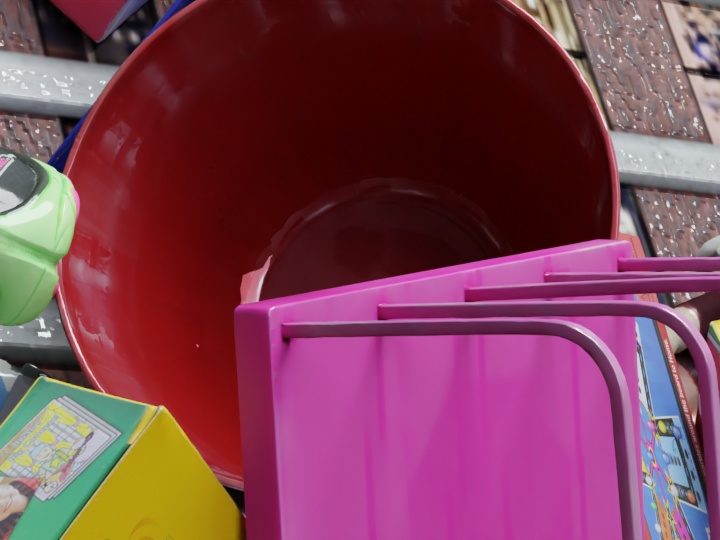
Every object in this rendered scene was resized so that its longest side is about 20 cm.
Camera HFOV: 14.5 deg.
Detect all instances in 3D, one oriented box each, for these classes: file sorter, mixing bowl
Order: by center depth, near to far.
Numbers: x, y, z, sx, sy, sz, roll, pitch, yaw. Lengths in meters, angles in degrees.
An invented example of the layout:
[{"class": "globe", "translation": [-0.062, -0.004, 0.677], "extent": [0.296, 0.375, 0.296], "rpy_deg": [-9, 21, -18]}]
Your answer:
[{"class": "file sorter", "translation": [0.075, 0.069, 0.827], "extent": [0.200, 0.125, 0.139], "rpy_deg": [-10, 98, -54]}, {"class": "mixing bowl", "translation": [0.000, 0.000, 1.016], "extent": [0.200, 0.108, 0.200], "rpy_deg": [-4, 69, 11]}]

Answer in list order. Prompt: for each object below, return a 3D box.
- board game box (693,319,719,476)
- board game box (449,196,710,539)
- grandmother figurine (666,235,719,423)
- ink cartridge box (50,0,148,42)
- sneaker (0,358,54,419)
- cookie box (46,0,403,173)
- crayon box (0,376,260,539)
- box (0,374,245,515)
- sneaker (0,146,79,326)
[{"class": "board game box", "translation": [0.154, 0.121, 1.127], "extent": [0.030, 0.200, 0.096], "rpy_deg": [-11, 45, -9]}, {"class": "board game box", "translation": [0.096, 0.071, 1.079], "extent": [0.103, 0.019, 0.200], "rpy_deg": [11, 56, -46]}, {"class": "grandmother figurine", "translation": [0.133, 0.055, 1.213], "extent": [0.061, 0.121, 0.200], "rpy_deg": [36, 63, 9]}, {"class": "ink cartridge box", "translation": [-0.136, -0.221, 1.257], "extent": [0.200, 0.084, 0.145], "rpy_deg": [43, 43, 0]}, {"class": "sneaker", "translation": [-0.173, 0.053, 1.040], "extent": [0.200, 0.072, 0.073], "rpy_deg": [24, 77, -26]}, {"class": "cookie box", "translation": [-0.031, -0.106, 1.159], "extent": [0.075, 0.200, 0.171], "rpy_deg": [40, 44, -6]}, {"class": "crayon box", "translation": [-0.089, 0.160, 0.784], "extent": [0.200, 0.058, 0.173], "rpy_deg": [-54, 135, -24]}, {"class": "box", "translation": [-0.030, 0.132, 0.985], "extent": [0.200, 0.097, 0.176], "rpy_deg": [21, 7, -23]}, {"class": "sneaker", "translation": [-0.175, -0.031, 1.010], "extent": [0.084, 0.200, 0.077], "rpy_deg": [24, 81, -35]}]
